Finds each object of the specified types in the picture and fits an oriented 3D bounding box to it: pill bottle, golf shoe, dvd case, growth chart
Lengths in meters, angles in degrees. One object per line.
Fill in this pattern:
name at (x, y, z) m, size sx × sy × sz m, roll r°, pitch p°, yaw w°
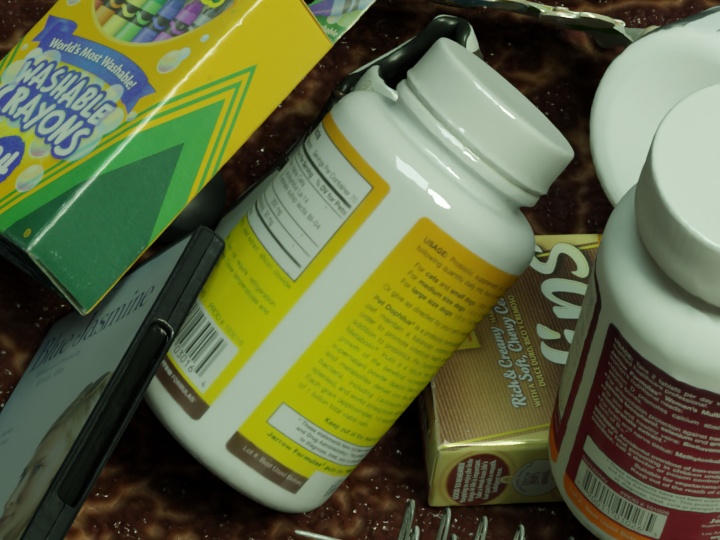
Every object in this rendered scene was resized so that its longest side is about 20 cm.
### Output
pill bottle at (0.000, 0.000, 1.063) m, size 0.200 × 0.109 × 0.109 m, roll -49°, pitch 64°, yaw 12°
golf shoe at (-0.011, -0.048, 1.164) m, size 0.077 × 0.095 × 0.200 m, roll 32°, pitch 60°, yaw 16°
pill bottle at (0.142, 0.024, 0.986) m, size 0.109 × 0.201 × 0.110 m, roll 4°, pitch 52°, yaw -5°
dvd case at (-0.137, 0.078, 1.042) m, size 0.018 × 0.142 × 0.201 m, roll 38°, pitch 54°, yaw -16°
pill bottle at (0.197, -0.081, 1.164) m, size 0.106 × 0.107 × 0.200 m, roll 35°, pitch 31°, yaw 20°
growth chart at (0.052, -0.134, 1.218) m, size 0.198 × 0.145 × 0.018 m, roll 12°, pitch 96°, yaw 2°

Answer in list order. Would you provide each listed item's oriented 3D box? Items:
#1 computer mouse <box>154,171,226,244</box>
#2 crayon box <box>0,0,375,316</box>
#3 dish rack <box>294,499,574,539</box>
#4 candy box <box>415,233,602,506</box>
computer mouse at (-0.152, -0.067, 1.193) m, size 0.199 × 0.034 × 0.059 m, roll 22°, pitch 62°, yaw 19°
crayon box at (-0.102, -0.087, 1.123) m, size 0.200 × 0.052 × 0.125 m, roll -48°, pitch 40°, yaw -11°
dish rack at (0.057, 0.144, 1.004) m, size 0.198 × 0.055 × 0.154 m, roll 13°, pitch 17°, yaw -7°
candy box at (0.124, 0.043, 1.131) m, size 0.198 × 0.055 × 0.116 m, roll -1°, pitch 55°, yaw -7°
